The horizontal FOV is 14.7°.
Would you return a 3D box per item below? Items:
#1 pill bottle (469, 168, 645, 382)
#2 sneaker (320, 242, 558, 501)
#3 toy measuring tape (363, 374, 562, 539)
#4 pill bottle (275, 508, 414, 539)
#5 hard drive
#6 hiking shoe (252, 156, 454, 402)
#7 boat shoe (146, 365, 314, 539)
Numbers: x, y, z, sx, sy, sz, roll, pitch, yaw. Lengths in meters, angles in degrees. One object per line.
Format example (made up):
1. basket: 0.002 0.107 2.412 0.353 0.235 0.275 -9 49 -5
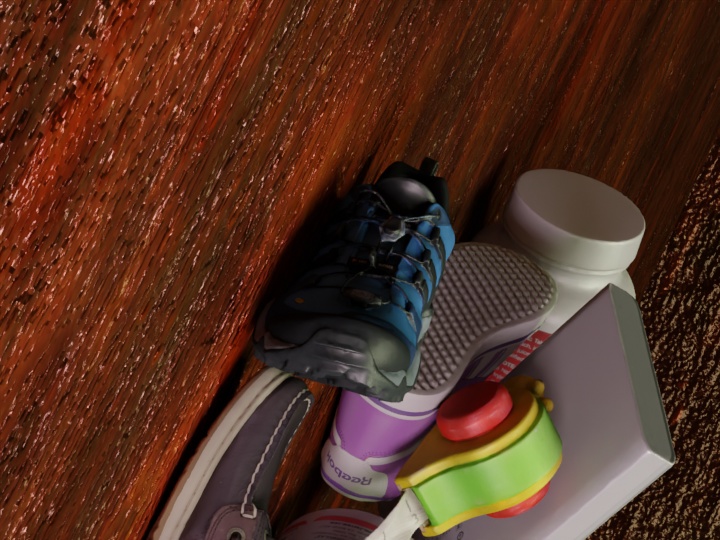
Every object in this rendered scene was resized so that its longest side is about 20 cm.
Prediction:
1. pill bottle: 0.105 0.042 1.748 0.112 0.112 0.200 -49 162 -59
2. sneaker: 0.035 0.060 1.572 0.200 0.073 0.114 -35 153 -52
3. toy measuring tape: 0.054 0.116 1.452 0.200 0.074 0.074 -50 163 -45
4. pill bottle: -0.034 0.218 1.440 0.200 0.109 0.109 -52 164 -53
5. hard drive: 0.087 0.114 1.541 0.200 0.026 0.132 -43 -147 28
6. hiking shoe: 0.000 0.000 1.231 0.200 0.074 0.087 -68 174 -79
7. boat shoe: -0.064 0.135 1.196 0.200 0.065 0.072 -61 171 -20
